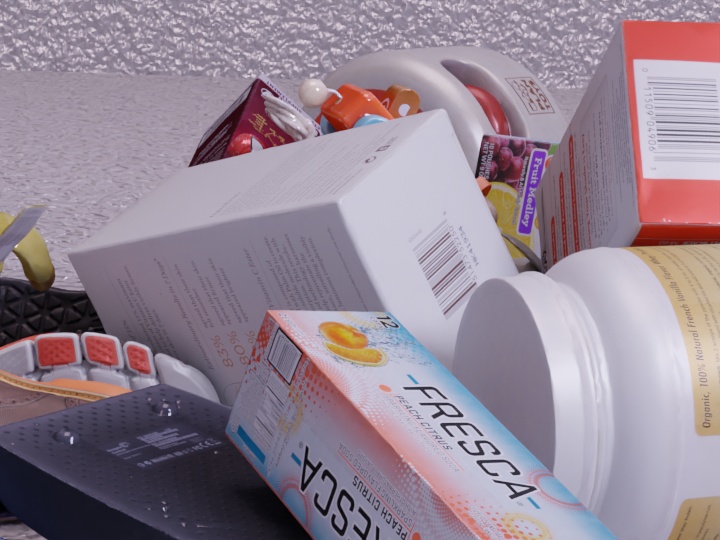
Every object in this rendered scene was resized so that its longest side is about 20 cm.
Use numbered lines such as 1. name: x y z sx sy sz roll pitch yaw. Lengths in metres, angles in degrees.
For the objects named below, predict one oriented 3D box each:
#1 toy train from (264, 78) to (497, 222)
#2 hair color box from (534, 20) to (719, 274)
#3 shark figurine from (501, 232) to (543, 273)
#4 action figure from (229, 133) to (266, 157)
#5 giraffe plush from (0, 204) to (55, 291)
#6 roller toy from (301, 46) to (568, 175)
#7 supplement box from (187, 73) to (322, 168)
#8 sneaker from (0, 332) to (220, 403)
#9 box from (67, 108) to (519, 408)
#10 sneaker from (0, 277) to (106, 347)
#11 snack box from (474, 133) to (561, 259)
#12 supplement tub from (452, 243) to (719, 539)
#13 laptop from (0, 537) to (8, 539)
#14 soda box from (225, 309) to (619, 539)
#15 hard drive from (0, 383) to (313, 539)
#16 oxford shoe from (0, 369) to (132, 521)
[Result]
1. toy train: 0.017 -0.067 1.211 0.056 0.150 0.200 -45 16 -5
2. hair color box: 0.141 -0.032 1.116 0.064 0.111 0.200 2 -22 -9
3. shark figurine: 0.087 0.010 1.263 0.214 0.128 0.090 24 -19 52
4. action figure: 0.000 0.000 1.199 0.200 0.065 0.052 47 17 4
5. giraffe plush: -0.276 -0.030 1.157 0.200 0.162 0.173 -39 -21 8
6. roller toy: 0.055 -0.064 1.533 0.200 0.183 0.140 9 12 37
7. supplement box: -0.055 -0.029 1.306 0.109 0.061 0.200 40 26 -13
8. sneaker: -0.167 0.065 1.129 0.199 0.077 0.082 3 4 5
9. box: -0.030 0.009 1.107 0.200 0.125 0.097 -9 24 43
10. sneaker: -0.166 0.048 1.295 0.199 0.072 0.083 -1 -19 -6
11. snack box: 0.152 -0.001 1.310 0.200 0.143 0.053 11 2 39
12. supplement tub: 0.154 0.060 0.996 0.199 0.145 0.144 -2 11 -19
13. laptop: -0.239 0.083 0.920 0.187 0.200 0.116 10 47 39
14. soda box: 0.026 0.091 0.855 0.068 0.064 0.200 2 29 -35
15. hard drive: -0.052 0.106 0.934 0.200 0.042 0.135 21 20 32
16. oxford shoe: -0.195 0.081 1.049 0.199 0.072 0.073 3 16 4
